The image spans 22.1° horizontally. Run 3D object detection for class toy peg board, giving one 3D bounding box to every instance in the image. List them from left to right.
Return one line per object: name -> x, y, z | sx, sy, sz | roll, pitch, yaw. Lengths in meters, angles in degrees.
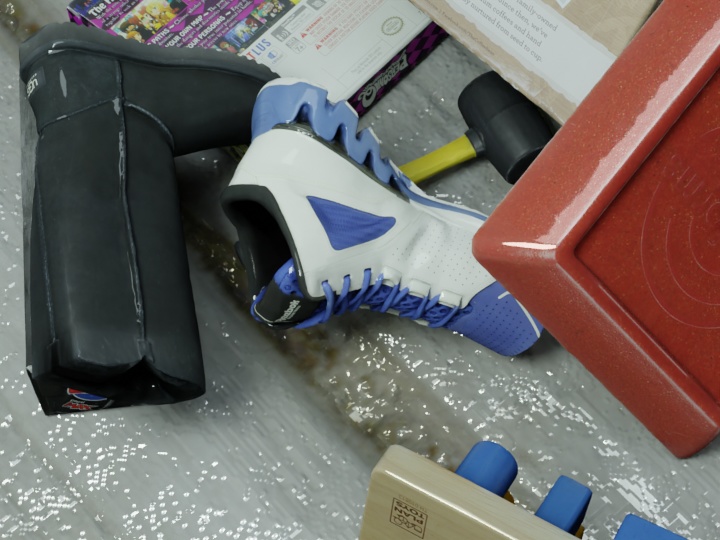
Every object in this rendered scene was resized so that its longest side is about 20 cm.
toy peg board -> 0.103, 0.165, 0.876 | 0.200, 0.199, 0.098 | 26, 49, 16

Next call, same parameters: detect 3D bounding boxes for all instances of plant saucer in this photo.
plant saucer -> 0.184, -0.025, 0.956 | 0.200, 0.200, 0.037 | -50, 30, -6

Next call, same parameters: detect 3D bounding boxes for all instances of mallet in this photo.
mallet -> 0.015, -0.059, 1.088 | 0.199, 0.041, 0.066 | -20, 63, -4

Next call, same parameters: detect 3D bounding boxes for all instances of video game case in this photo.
video game case -> -0.050, -0.169, 1.149 | 0.181, 0.036, 0.200 | 38, 68, 20

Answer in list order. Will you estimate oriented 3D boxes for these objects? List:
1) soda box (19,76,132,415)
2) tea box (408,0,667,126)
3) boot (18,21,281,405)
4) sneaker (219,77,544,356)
soda box -> -0.156, -0.022, 1.056 | 0.071, 0.063, 0.201 | -7, 61, -2
tea box -> 0.127, -0.195, 1.053 | 0.200, 0.134, 0.197 | 42, 29, 23
boot -> -0.102, -0.025, 0.991 | 0.164, 0.066, 0.201 | 7, 57, -30
sneaker -> -0.001, -0.001, 0.995 | 0.199, 0.081, 0.115 | 37, 59, -9
